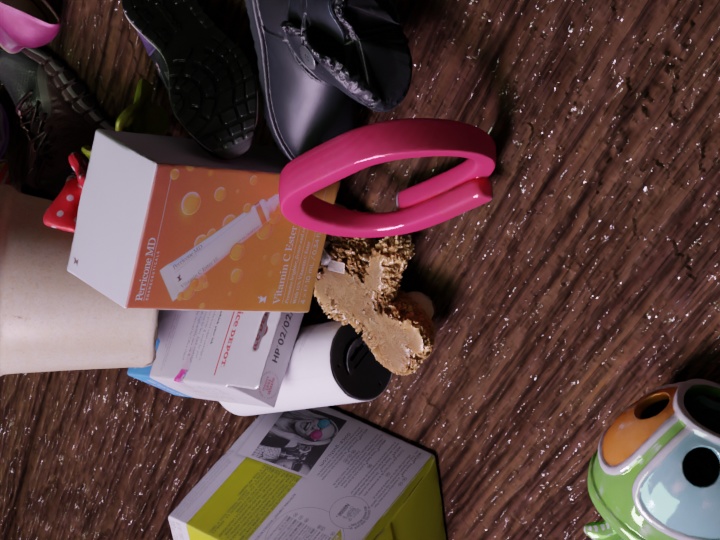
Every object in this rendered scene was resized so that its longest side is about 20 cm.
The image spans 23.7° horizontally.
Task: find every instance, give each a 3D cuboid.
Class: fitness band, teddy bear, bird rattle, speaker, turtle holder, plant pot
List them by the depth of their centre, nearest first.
[{"bbox_3d":[0.275,0.170,1.356,0.185,0.140,0.133,39,129,24],"label":"turtle holder"},{"bbox_3d":[0.022,-0.074,1.382,0.142,0.038,0.199,14,156,-36],"label":"fitness band"},{"bbox_3d":[0.000,0.000,1.542,0.199,0.067,0.146,36,132,21],"label":"teddy bear"},{"bbox_3d":[-0.185,-0.081,1.548,0.161,0.201,0.114,21,114,-9],"label":"bird rattle"},{"bbox_3d":[-0.276,0.017,1.602,0.181,0.202,0.201,5,141,-6],"label":"plant pot"},{"bbox_3d":[-0.059,0.095,1.671,0.199,0.081,0.082,-12,116,49],"label":"speaker"}]

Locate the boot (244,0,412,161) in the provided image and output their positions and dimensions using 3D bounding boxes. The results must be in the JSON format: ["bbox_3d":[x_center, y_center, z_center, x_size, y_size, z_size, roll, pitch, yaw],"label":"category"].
[{"bbox_3d":[-0.018,-0.146,1.351,0.168,0.076,0.202,34,144,56],"label":"boot"}]

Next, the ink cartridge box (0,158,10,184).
[{"bbox_3d":[-0.415,-0.081,1.758,0.108,0.051,0.202,8,131,7],"label":"ink cartridge box"}]

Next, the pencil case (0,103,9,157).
[{"bbox_3d":[-0.459,-0.149,1.836,0.199,0.083,0.087,5,110,43],"label":"pencil case"}]

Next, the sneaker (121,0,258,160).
[{"bbox_3d":[-0.133,-0.162,1.468,0.201,0.075,0.088,61,174,31],"label":"sneaker"}]

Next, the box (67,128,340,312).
[{"bbox_3d":[-0.131,-0.040,1.453,0.097,0.198,0.126,28,109,45],"label":"box"}]

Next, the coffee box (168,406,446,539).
[{"bbox_3d":[-0.045,0.284,1.742,0.196,0.200,0.201,21,139,30],"label":"coffee box"}]

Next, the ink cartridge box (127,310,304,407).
[{"bbox_3d":[-0.124,0.063,1.638,0.199,0.116,0.068,3,161,47],"label":"ink cartridge box"}]

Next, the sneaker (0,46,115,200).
[{"bbox_3d":[-0.308,-0.128,1.675,0.200,0.116,0.076,43,145,2],"label":"sneaker"}]

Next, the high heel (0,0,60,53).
[{"bbox_3d":[-0.362,-0.290,1.608,0.095,0.067,0.201,-12,118,53],"label":"high heel"}]
